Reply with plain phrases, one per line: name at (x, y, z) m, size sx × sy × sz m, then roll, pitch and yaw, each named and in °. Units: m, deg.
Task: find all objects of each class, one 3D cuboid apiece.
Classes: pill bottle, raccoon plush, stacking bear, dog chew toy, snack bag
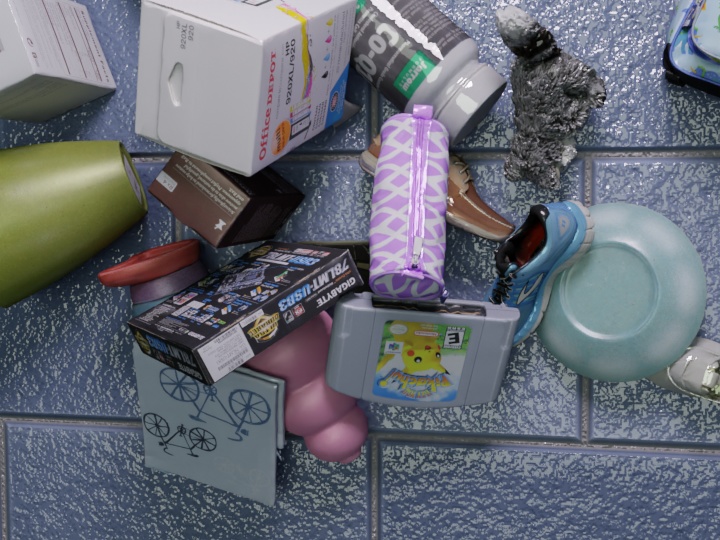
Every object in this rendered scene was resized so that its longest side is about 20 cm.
pill bottle at (0.060, -0.240, 1.169) m, size 0.200 × 0.113 × 0.113 m, roll 43°, pitch 101°, yaw 7°
raccoon plush at (0.172, -0.176, 1.127) m, size 0.200 × 0.097 × 0.134 m, roll 29°, pitch 86°, yaw -35°
stacking bear at (-0.213, 0.073, 1.257) m, size 0.113 × 0.121 × 0.201 m, roll -14°, pitch 100°, yaw 20°
dog chew toy at (-0.060, 0.135, 1.221) m, size 0.124 × 0.125 × 0.201 m, roll -28°, pitch 95°, yaw 12°
snack bag at (-0.174, 0.181, 1.222) m, size 0.188 × 0.021 × 0.201 m, roll 14°, pitch 125°, yaw 16°

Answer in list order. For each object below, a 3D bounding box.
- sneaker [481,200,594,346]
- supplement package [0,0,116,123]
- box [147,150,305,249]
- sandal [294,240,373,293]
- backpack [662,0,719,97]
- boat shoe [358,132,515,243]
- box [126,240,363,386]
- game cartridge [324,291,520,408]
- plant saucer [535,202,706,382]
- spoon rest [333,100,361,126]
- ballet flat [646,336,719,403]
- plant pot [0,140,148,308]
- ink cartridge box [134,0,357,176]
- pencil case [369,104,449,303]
sneaker at (0.168, 0.002, 1.154) m, size 0.078 × 0.090 × 0.201 m, roll 50°, pitch 120°, yaw 42°
supplement package at (-0.394, -0.251, 1.221) m, size 0.116 × 0.200 × 0.118 m, roll -21°, pitch 90°, yaw 12°
box at (-0.145, -0.086, 1.178) m, size 0.100 × 0.200 × 0.075 m, roll 40°, pitch 104°, yaw 7°
sandal at (-0.001, -0.001, 1.232) m, size 0.200 × 0.057 × 0.080 m, roll 12°, pitch 100°, yaw 26°
backpack at (0.426, -0.273, 1.073) m, size 0.182 × 0.147 × 0.201 m, roll 22°, pitch 95°, yaw 7°
boat shoe at (0.094, -0.100, 1.193) m, size 0.199 × 0.076 × 0.072 m, roll 32°, pitch 98°, yaw 7°
box at (-0.128, 0.037, 1.126) m, size 0.198 × 0.200 × 0.050 m, roll -31°, pitch 110°, yaw -25°
game cartridge at (0.064, 0.090, 1.143) m, size 0.199 × 0.041 × 0.134 m, roll 4°, pitch 127°, yaw -6°
plant saucer at (0.277, 0.023, 1.158) m, size 0.200 × 0.039 × 0.202 m, roll -1°, pitch 87°, yaw 24°
spoon rest at (-0.072, -0.263, 1.223) m, size 0.099 × 0.061 × 0.200 m, roll -34°, pitch 87°, yaw 14°
ballet flat at (0.401, 0.121, 1.145) m, size 0.199 × 0.069 × 0.070 m, roll 20°, pitch 98°, yaw 10°
plant pot at (-0.364, -0.077, 1.254) m, size 0.199 × 0.187 × 0.188 m, roll -21°, pitch 89°, yaw -2°
ink cartridge box at (-0.117, -0.213, 1.090) m, size 0.144 × 0.200 × 0.148 m, roll 21°, pitch 123°, yaw 19°
pencil case at (0.052, -0.066, 1.101) m, size 0.083 × 0.086 × 0.201 m, roll 2°, pitch 67°, yaw 1°
